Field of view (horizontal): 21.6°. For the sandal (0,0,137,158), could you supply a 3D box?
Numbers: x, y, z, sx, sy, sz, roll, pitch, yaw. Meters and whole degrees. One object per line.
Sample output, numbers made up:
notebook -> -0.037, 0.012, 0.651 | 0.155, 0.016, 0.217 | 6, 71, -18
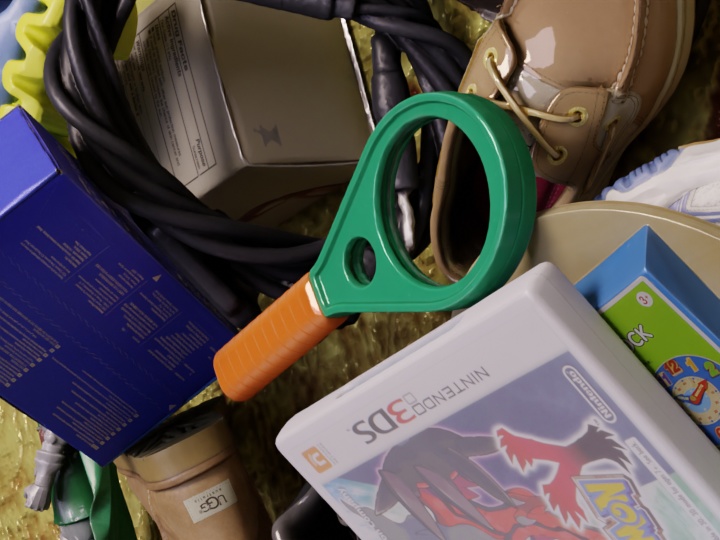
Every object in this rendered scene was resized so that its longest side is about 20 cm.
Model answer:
sandal -> -0.175, -0.055, 0.858 | 0.087, 0.079, 0.201 | 25, 90, 26

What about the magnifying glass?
magnifying glass -> 0.000, 0.000, 0.745 | 0.200, 0.022, 0.080 | -39, 65, 43

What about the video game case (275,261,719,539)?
video game case -> 0.080, 0.107, 0.732 | 0.200, 0.023, 0.182 | 48, 141, -7

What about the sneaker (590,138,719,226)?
sneaker -> 0.147, -0.008, 0.686 | 0.200, 0.075, 0.089 | -40, 65, 45

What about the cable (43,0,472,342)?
cable -> -0.040, -0.077, 0.812 | 0.200, 0.163, 0.051 | 47, 174, -9

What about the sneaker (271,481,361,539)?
sneaker -> 0.026, 0.081, 0.830 | 0.200, 0.081, 0.077 | -54, 56, 38

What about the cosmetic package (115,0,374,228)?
cosmetic package -> -0.090, -0.062, 0.946 | 0.199, 0.087, 0.104 | -27, 72, 48

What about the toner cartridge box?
toner cartridge box -> -0.131, 0.014, 0.835 | 0.095, 0.200, 0.043 | -37, 59, 2

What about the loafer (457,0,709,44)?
loafer -> 0.058, -0.131, 0.777 | 0.199, 0.071, 0.074 | 28, 115, 44

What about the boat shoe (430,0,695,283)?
boat shoe -> 0.072, -0.061, 0.725 | 0.074, 0.066, 0.201 | 34, 146, 17

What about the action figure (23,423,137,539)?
action figure -> -0.152, 0.110, 1.009 | 0.118, 0.054, 0.202 | -120, 19, -84

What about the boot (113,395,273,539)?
boot -> -0.059, 0.170, 0.943 | 0.175, 0.066, 0.201 | -157, 44, -84

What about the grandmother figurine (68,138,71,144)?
grandmother figurine -> -0.161, -0.074, 0.919 | 0.121, 0.060, 0.202 | -30, 68, 57

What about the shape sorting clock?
shape sorting clock -> 0.119, 0.060, 0.706 | 0.199, 0.039, 0.201 | 23, 137, 22
